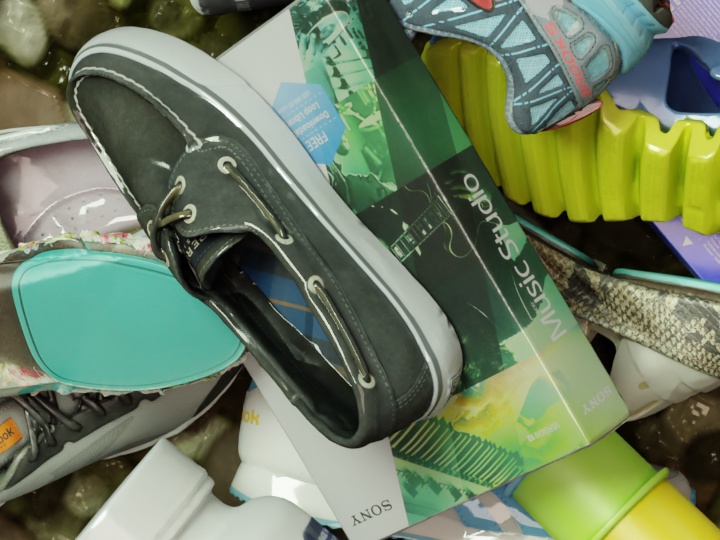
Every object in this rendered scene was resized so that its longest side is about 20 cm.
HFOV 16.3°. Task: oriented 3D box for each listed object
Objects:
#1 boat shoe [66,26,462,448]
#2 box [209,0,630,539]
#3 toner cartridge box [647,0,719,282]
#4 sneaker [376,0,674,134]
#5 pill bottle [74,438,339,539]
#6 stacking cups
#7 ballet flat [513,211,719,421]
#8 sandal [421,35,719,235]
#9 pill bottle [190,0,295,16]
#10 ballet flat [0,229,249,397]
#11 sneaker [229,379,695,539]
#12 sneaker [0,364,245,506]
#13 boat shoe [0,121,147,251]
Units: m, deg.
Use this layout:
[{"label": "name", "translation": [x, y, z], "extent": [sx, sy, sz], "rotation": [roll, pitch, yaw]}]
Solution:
[{"label": "boat shoe", "translation": [-0.046, -0.014, 0.946], "extent": [0.200, 0.057, 0.069], "rotation": [44, 133, 13]}, {"label": "box", "translation": [0.000, 0.000, 0.979], "extent": [0.144, 0.036, 0.201], "rotation": [-30, 92, 45]}, {"label": "toner cartridge box", "translation": [0.169, -0.040, 1.079], "extent": [0.095, 0.043, 0.200], "rotation": [-40, 92, 2]}, {"label": "sneaker", "translation": [0.018, -0.128, 0.954], "extent": [0.200, 0.079, 0.096], "rotation": [40, 104, 2]}, {"label": "pill bottle", "translation": [-0.031, 0.163, 1.017], "extent": [0.200, 0.111, 0.111], "rotation": [41, 93, -2]}, {"label": "stacking cups", "translation": [0.061, 0.063, 1.022], "extent": [0.200, 0.060, 0.061], "rotation": [42, 93, 12]}, {"label": "ballet flat", "translation": [0.095, 0.020, 1.052], "extent": [0.199, 0.068, 0.076], "rotation": [20, 88, 21]}, {"label": "sandal", "translation": [0.121, -0.064, 1.026], "extent": [0.199, 0.087, 0.080], "rotation": [18, 138, 13]}, {"label": "pill bottle", "translation": [0.020, -0.172, 1.041], "extent": [0.199, 0.106, 0.107], "rotation": [-9, 93, 1]}, {"label": "ballet flat", "translation": [-0.137, 0.016, 1.017], "extent": [0.199, 0.064, 0.076], "rotation": [-5, 111, 7]}, {"label": "sneaker", "translation": [0.047, 0.076, 1.072], "extent": [0.199, 0.077, 0.081], "rotation": [9, 92, -2]}, {"label": "sneaker", "translation": [-0.129, 0.058, 1.070], "extent": [0.200, 0.079, 0.074], "rotation": [-29, 94, 0]}, {"label": "boat shoe", "translation": [-0.132, -0.029, 1.071], "extent": [0.201, 0.065, 0.075], "rotation": [-15, 93, 1]}]
